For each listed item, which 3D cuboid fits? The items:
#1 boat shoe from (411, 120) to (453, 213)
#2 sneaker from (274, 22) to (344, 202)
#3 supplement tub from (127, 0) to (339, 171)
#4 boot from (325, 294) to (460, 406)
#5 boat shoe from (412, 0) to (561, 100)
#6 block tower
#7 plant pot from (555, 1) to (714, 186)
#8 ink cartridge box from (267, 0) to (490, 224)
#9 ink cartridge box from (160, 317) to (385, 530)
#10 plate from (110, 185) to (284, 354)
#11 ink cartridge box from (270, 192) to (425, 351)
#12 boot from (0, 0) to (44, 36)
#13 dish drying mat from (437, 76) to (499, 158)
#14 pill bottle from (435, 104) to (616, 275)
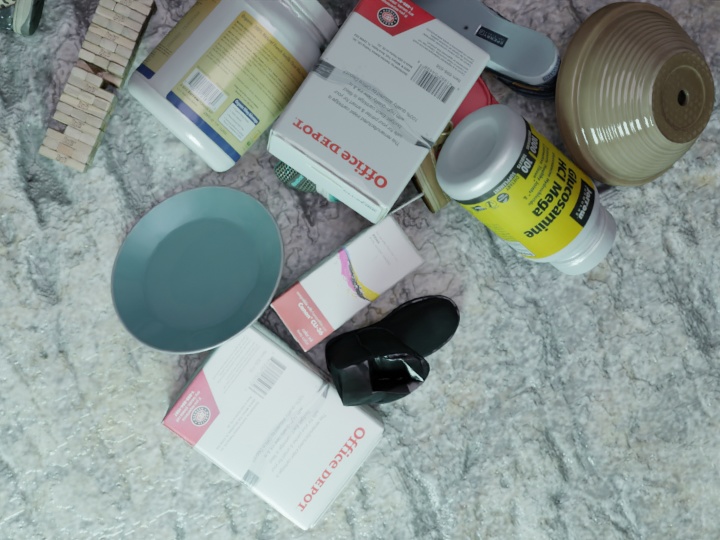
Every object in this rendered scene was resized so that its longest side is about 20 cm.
[{"bbox_3d":[0.067,-0.164,1.504,0.066,0.074,0.201,-19,93,-1],"label":"boat shoe"},{"bbox_3d":[-0.046,-0.177,1.513,0.091,0.078,0.201,6,78,20],"label":"sneaker"},{"bbox_3d":[-0.132,-0.221,1.466,0.144,0.144,0.200,42,88,-5],"label":"supplement tub"},{"bbox_3d":[0.043,0.082,1.463,0.164,0.200,0.066,-25,94,-4],"label":"boot"},{"bbox_3d":[0.137,-0.250,1.531,0.200,0.091,0.071,35,88,22],"label":"boat shoe"},{"bbox_3d":[-0.284,-0.208,1.499,0.058,0.054,0.201,24,89,-6],"label":"block tower"},{"bbox_3d":[0.312,-0.187,1.489,0.200,0.093,0.202,-7,102,-33],"label":"plant pot"},{"bbox_3d":[0.016,-0.170,1.424,0.144,0.084,0.200,34,77,0],"label":"ink cartridge box"},{"bbox_3d":[-0.094,0.163,1.511,0.200,0.083,0.147,38,92,-5],"label":"ink cartridge box"},{"bbox_3d":[-0.173,0.001,1.493,0.199,0.026,0.201,-8,62,15],"label":"plate"},{"bbox_3d":[0.000,0.000,1.499,0.200,0.116,0.068,-37,93,-2],"label":"ink cartridge box"},{"bbox_3d":[-0.407,-0.361,1.475,0.153,0.073,0.205,8,92,-3],"label":"boot"},{"bbox_3d":[0.059,-0.152,1.548,0.200,0.018,0.077,-37,93,-3],"label":"dish drying mat"},{"bbox_3d":[0.184,-0.080,1.487,0.200,0.112,0.113,36,88,-33],"label":"pill bottle"}]
